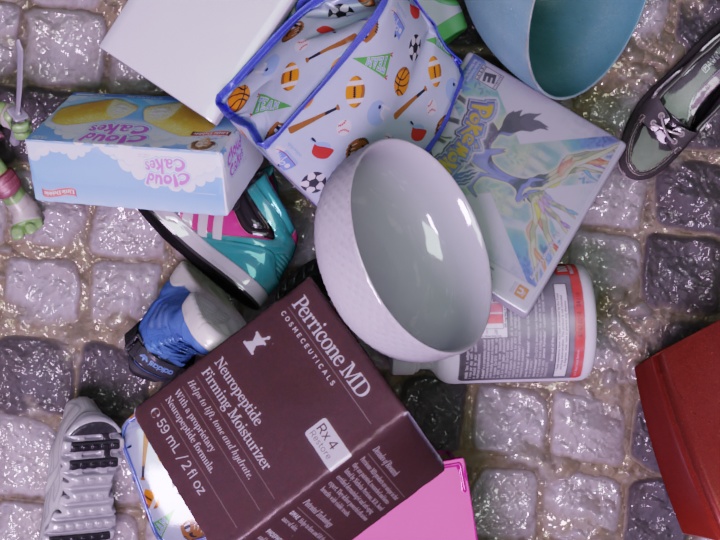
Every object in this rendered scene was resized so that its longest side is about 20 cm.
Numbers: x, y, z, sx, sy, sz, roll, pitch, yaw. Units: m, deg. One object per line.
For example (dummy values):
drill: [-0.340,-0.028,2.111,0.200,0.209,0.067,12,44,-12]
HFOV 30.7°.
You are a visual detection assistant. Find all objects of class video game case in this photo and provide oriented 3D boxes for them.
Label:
video game case: [0.131,-0.085,1.266,0.181,0.022,0.201,31,77,6]

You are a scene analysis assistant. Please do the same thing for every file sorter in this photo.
file sorter: [0.046,0.288,1.298,0.137,0.125,0.202,-9,90,-1]

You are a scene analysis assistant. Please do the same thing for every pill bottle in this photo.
pill bottle: [0.127,0.054,1.301,0.197,0.116,0.117,-1,91,-2]

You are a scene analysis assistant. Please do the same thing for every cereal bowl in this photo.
cereal bowl: [0.027,-0.010,1.159,0.083,0.200,0.202,-23,92,36]

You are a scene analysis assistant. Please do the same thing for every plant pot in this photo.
plant pot: [0.175,-0.286,1.275,0.134,0.200,0.201,32,90,34]
plant pot: [0.376,0.134,1.281,0.198,0.200,0.178,-27,80,-1]

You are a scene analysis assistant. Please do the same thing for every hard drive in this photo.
hard drive: [-0.133,-0.255,1.216,0.131,0.026,0.201,33,90,5]

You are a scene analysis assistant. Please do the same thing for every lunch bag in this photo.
lunch bag: [-0.134,0.178,1.318,0.198,0.076,0.162,-19,89,0]
lunch bag: [-0.008,-0.165,1.217,0.200,0.170,0.124,-47,48,0]

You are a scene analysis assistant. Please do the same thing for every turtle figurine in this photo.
turtle figurine: [-0.386,-0.106,1.256,0.144,0.199,0.196,-36,118,-31]

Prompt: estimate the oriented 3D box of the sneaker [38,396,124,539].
sneaker: [-0.286,0.222,1.319,0.074,0.081,0.202,5,111,-30]

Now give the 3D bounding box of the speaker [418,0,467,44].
speaker: [0.022,-0.306,1.305,0.088,0.088,0.201,-34,92,-1]

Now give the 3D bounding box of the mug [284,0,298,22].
mug: [-0.119,-0.235,1.288,0.184,0.114,0.153,-27,92,-1]

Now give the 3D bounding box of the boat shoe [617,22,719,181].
boat shoe: [0.333,-0.177,1.331,0.067,0.057,0.201,39,90,-2]

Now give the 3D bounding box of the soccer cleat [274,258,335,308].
soccer cleat: [0.000,0.000,1.330,0.199,0.073,0.068,-36,62,-16]

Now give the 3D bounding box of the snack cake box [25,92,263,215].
snack cake box: [-0.204,-0.115,1.258,0.198,0.115,0.068,5,121,13]

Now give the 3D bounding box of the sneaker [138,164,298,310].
sneaker: [-0.137,-0.067,1.309,0.200,0.084,0.121,39,75,13]

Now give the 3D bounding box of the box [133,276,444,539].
box: [-0.060,0.151,1.171,0.199,0.164,0.166,-37,61,-2]

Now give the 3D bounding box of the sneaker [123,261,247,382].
sneaker: [-0.171,0.071,1.257,0.076,0.200,0.112,33,96,-25]
